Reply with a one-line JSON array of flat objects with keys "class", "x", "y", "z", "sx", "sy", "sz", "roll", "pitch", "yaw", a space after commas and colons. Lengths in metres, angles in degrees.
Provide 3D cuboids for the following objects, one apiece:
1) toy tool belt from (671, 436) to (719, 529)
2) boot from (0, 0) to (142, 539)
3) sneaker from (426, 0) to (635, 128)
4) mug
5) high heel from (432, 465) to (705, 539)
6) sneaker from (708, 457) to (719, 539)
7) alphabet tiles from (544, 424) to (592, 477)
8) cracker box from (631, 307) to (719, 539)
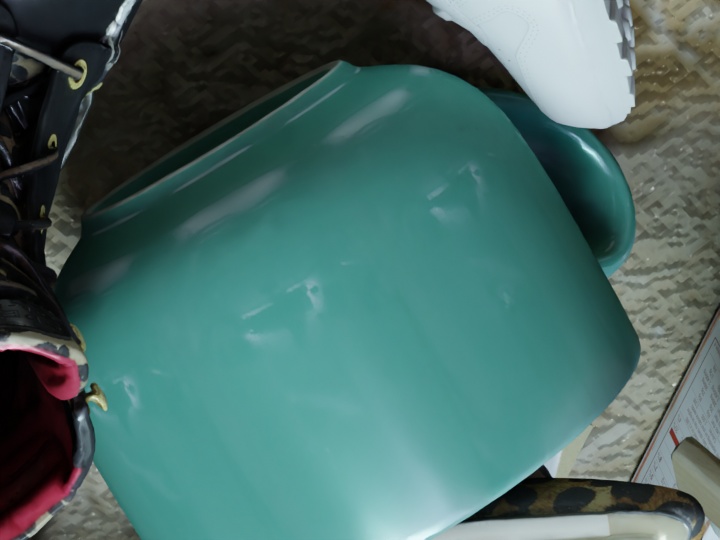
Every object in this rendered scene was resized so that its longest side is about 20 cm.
[{"class": "toy tool belt", "x": 0.182, "y": 0.111, "z": 0.777, "sx": 0.200, "sy": 0.123, "sz": 0.125, "roll": 45, "pitch": 64, "yaw": -36}, {"class": "boot", "x": -0.096, "y": -0.021, "z": 0.680, "sx": 0.073, "sy": 0.151, "sz": 0.200, "roll": 27, "pitch": 116, "yaw": -34}, {"class": "sneaker", "x": 0.020, "y": -0.114, "z": 0.716, "sx": 0.080, "sy": 0.076, "sz": 0.200, "roll": -20, "pitch": 128, "yaw": 13}, {"class": "mug", "x": -0.010, "y": 0.006, "z": 0.757, "sx": 0.152, "sy": 0.185, "sz": 0.115, "roll": -29, "pitch": 99, "yaw": 18}, {"class": "high heel", "x": 0.057, "y": 0.070, "z": 0.775, "sx": 0.071, "sy": 0.143, "sz": 0.200, "roll": 50, "pitch": 139, "yaw": -4}, {"class": "sneaker", "x": 0.203, "y": 0.034, "z": 0.813, "sx": 0.199, "sy": 0.074, "sz": 0.088, "roll": -13, "pitch": 136, "yaw": 0}, {"class": "alphabet tiles", "x": 0.002, "y": 0.127, "z": 0.884, "sx": 0.166, "sy": 0.006, "sz": 0.200, "roll": 22, "pitch": 98, "yaw": -44}, {"class": "cracker box", "x": 0.182, "y": 0.053, "z": 0.909, "sx": 0.134, "sy": 0.058, "sz": 0.200, "roll": 7, "pitch": 126, "yaw": -22}]
